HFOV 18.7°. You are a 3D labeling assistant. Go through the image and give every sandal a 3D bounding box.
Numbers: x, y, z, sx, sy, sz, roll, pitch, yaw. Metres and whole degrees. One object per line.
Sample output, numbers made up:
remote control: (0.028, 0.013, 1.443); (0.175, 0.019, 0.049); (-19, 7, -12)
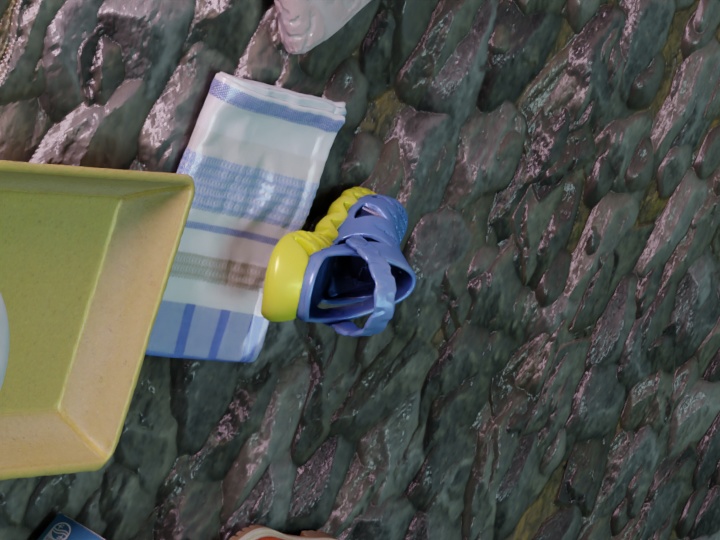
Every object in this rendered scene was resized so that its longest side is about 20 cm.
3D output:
sandal: (0.000, 0.000, 1.532); (0.200, 0.087, 0.080); (-47, 152, -63)

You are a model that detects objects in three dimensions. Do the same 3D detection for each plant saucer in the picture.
plant saucer: (-0.201, 0.025, 1.310); (0.200, 0.048, 0.200); (1, 111, -57)

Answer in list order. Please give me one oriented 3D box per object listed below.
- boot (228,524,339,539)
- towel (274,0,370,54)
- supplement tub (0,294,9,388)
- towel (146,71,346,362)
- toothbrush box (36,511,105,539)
boot: (-0.040, 0.246, 1.652); (0.200, 0.107, 0.075); (3, 111, -55)
towel: (-0.002, -0.269, 1.424); (0.191, 0.032, 0.200); (-45, 144, -31)
supplement tub: (-0.278, 0.019, 1.043); (0.132, 0.200, 0.132); (-36, 138, -40)
towel: (-0.084, -0.031, 1.473); (0.147, 0.024, 0.200); (10, 102, -57)
toothbrush box: (-0.208, 0.286, 1.443); (0.200, 0.085, 0.147); (-53, 149, -21)
